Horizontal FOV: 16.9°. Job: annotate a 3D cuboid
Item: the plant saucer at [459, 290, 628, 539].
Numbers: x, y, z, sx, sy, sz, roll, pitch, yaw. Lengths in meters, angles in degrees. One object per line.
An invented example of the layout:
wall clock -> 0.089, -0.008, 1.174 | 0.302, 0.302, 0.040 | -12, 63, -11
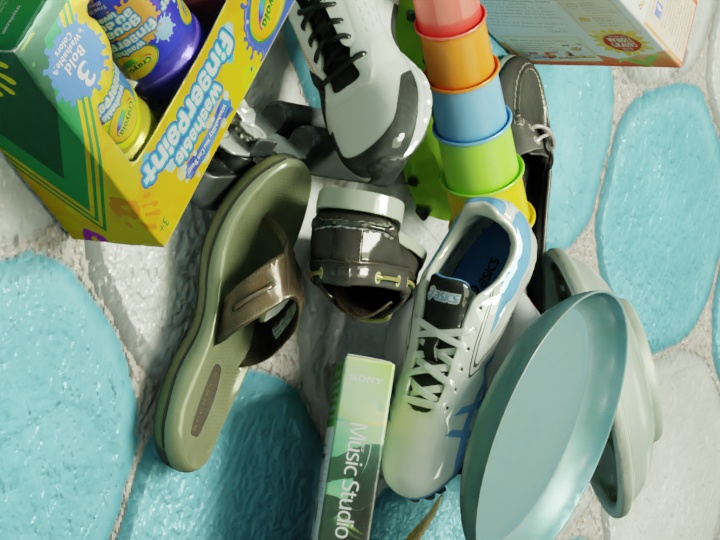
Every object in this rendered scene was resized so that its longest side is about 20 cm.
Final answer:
plant saucer -> 0.115, 0.104, 1.564 | 0.200, 0.027, 0.201 | -42, 143, -42

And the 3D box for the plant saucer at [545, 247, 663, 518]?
plant saucer -> 0.180, 0.077, 1.748 | 0.200, 0.050, 0.201 | 166, -90, -86

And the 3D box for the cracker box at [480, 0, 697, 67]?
cracker box -> 0.130, -0.208, 1.666 | 0.200, 0.133, 0.058 | 36, 65, -52

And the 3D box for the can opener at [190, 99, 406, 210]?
can opener -> -0.047, -0.074, 1.509 | 0.200, 0.053, 0.067 | -1, 130, -54

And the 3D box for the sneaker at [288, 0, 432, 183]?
sneaker -> -0.013, -0.139, 1.482 | 0.080, 0.074, 0.201 | 32, 33, -43

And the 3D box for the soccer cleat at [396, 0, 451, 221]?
soccer cleat -> 0.046, -0.124, 1.624 | 0.081, 0.067, 0.201 | -65, 148, -44

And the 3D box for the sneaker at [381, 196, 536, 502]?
sneaker -> 0.054, 0.046, 1.527 | 0.072, 0.072, 0.201 | 35, 71, -55

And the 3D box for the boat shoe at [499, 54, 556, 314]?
boat shoe -> 0.118, -0.054, 1.737 | 0.067, 0.057, 0.201 | 14, 83, -56

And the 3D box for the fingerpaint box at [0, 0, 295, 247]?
fingerpaint box -> -0.130, -0.142, 1.343 | 0.167, 0.073, 0.201 | 56, 50, -43

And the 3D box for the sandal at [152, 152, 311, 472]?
sandal -> -0.065, 0.029, 1.456 | 0.080, 0.057, 0.202 | 25, 82, -61

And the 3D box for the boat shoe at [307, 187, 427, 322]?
boat shoe -> 0.000, 0.000, 1.517 | 0.201, 0.071, 0.061 | 63, 35, -76

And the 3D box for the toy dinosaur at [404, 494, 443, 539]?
toy dinosaur -> 0.012, 0.227, 1.560 | 0.200, 0.058, 0.102 | 108, -22, -56

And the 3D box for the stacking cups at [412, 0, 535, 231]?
stacking cups -> 0.065, -0.112, 1.556 | 0.061, 0.060, 0.201 | -49, 135, -41

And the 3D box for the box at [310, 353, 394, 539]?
box -> -0.011, 0.156, 1.527 | 0.144, 0.036, 0.201 | 126, -29, -86

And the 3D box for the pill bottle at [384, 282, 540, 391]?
pill bottle -> 0.094, 0.080, 1.660 | 0.200, 0.108, 0.109 | 49, 54, -62
